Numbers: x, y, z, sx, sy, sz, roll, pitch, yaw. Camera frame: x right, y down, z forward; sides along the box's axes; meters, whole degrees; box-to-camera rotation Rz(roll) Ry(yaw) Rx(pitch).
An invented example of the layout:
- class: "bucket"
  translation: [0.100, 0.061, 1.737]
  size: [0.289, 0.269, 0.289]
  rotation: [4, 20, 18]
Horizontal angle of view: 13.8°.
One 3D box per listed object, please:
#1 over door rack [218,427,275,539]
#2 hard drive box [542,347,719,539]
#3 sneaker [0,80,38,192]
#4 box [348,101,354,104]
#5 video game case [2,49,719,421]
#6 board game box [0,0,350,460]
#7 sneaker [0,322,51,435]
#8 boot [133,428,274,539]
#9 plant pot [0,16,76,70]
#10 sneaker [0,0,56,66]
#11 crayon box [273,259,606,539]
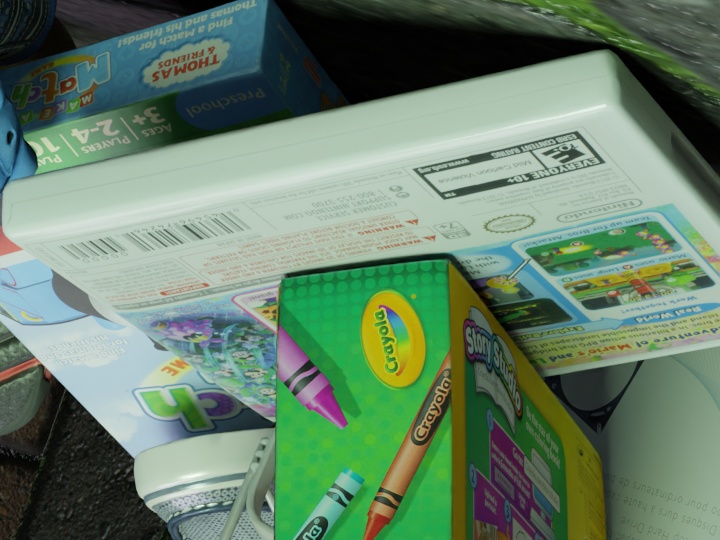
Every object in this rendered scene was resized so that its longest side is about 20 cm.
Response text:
- class: "over door rack"
  translation: [-0.026, 0.166, 0.996]
  size: [0.066, 0.200, 0.148]
  rotation: [9, 139, 32]
- class: "hard drive box"
  translation: [0.125, 0.082, 1.090]
  size: [0.077, 0.201, 0.156]
  rotation: [21, 175, -33]
- class: "sneaker"
  translation: [-0.140, -0.064, 0.905]
  size: [0.078, 0.200, 0.066]
  rotation: [-10, -135, -18]
- class: "box"
  translation: [0.000, 0.000, 1.189]
  size: [0.200, 0.115, 0.132]
  rotation: [21, 174, -20]
- class: "video game case"
  translation: [0.019, -0.004, 0.932]
  size: [0.199, 0.024, 0.182]
  rotation: [-11, 155, 23]
- class: "board game box"
  translation: [-0.053, -0.005, 1.025]
  size: [0.151, 0.037, 0.200]
  rotation: [-14, 141, 23]
- class: "sneaker"
  translation: [-0.165, -0.031, 1.248]
  size: [0.074, 0.201, 0.087]
  rotation: [-16, -179, 10]
- class: "boot"
  translation: [-0.017, 0.116, 1.102]
  size: [0.073, 0.091, 0.200]
  rotation: [-14, 162, 24]
- class: "plant pot"
  translation: [-0.195, -0.035, 1.121]
  size: [0.200, 0.200, 0.027]
  rotation: [16, 156, 41]
- class: "sneaker"
  translation: [-0.181, -0.097, 1.023]
  size: [0.200, 0.077, 0.085]
  rotation: [18, -178, 44]
- class: "crayon box"
  translation: [0.031, 0.089, 0.968]
  size: [0.058, 0.119, 0.200]
  rotation: [-7, 156, 17]
